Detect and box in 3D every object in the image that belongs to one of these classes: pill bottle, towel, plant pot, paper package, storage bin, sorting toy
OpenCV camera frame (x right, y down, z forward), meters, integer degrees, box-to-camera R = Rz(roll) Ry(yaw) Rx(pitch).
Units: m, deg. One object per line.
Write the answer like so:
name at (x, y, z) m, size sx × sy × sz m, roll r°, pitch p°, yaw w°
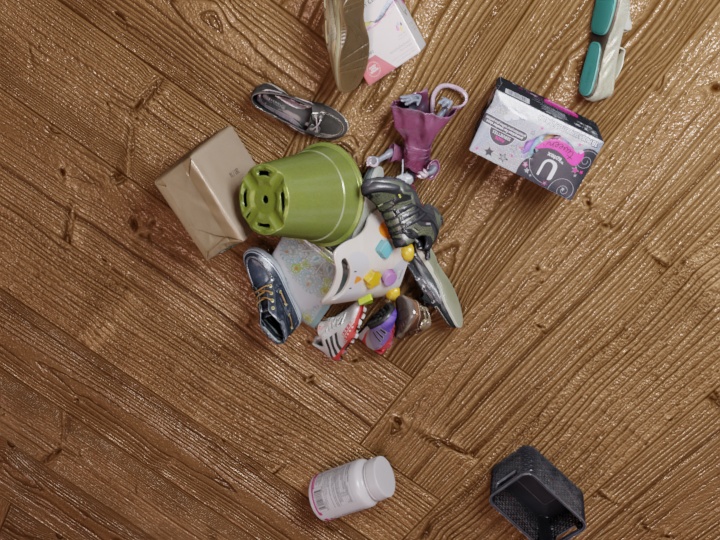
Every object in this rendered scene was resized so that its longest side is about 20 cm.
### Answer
pill bottle at (-0.020, 0.528, 1.629) m, size 0.197 × 0.114 × 0.115 m, roll -26°, pitch 107°, yaw 25°
towel at (-0.118, 0.009, 1.440) m, size 0.169 × 0.048 × 0.202 m, roll 36°, pitch 120°, yaw 0°
plant pot at (-0.123, -0.136, 1.248) m, size 0.196 × 0.188 × 0.207 m, roll 6°, pitch 102°, yaw 33°
paper package at (-0.275, -0.155, 1.313) m, size 0.102 × 0.201 × 0.193 m, roll -24°, pitch 109°, yaw 25°
storage bin at (0.401, 0.516, 1.519) m, size 0.199 × 0.094 × 0.135 m, roll 42°, pitch 119°, yaw -7°
sorting toy at (0.000, 0.000, 1.312) m, size 0.106 × 0.177 × 0.204 m, roll 40°, pitch 127°, yaw 34°

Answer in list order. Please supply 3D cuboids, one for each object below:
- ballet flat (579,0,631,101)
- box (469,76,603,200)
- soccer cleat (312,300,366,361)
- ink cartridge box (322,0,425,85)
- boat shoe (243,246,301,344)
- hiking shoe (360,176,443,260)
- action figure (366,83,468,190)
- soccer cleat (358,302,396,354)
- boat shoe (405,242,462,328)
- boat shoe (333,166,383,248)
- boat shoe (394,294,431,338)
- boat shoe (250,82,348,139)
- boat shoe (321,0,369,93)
ballet flat at (0.410, -0.382, 1.100) m, size 0.060 × 0.068 × 0.205 m, roll -3°, pitch 122°, yaw -14°
box at (0.299, -0.229, 1.155) m, size 0.196 × 0.133 × 0.117 m, roll 25°, pitch 119°, yaw 2°
soccer cleat at (-0.048, 0.125, 1.442) m, size 0.083 × 0.070 × 0.201 m, roll 25°, pitch 141°, yaw -3°
ink cartridge box at (0.015, -0.447, 1.163) m, size 0.115 × 0.068 × 0.202 m, roll -26°, pitch 107°, yaw 26°
boat shoe at (-0.194, 0.052, 1.405) m, size 0.070 × 0.091 × 0.203 m, roll -23°, pitch 106°, yaw 25°
hiking shoe at (0.077, -0.099, 1.259) m, size 0.197 × 0.103 × 0.075 m, roll 29°, pitch 153°, yaw -29°
action figure at (0.102, -0.239, 1.242) m, size 0.132 × 0.149 × 0.203 m, roll 30°, pitch 142°, yaw 21°
soccer cleat at (0.049, 0.124, 1.388) m, size 0.073 × 0.068 × 0.200 m, roll 45°, pitch 158°, yaw 3°
boat shoe at (0.142, 0.035, 1.364) m, size 0.065 × 0.075 × 0.202 m, roll -23°, pitch 107°, yaw 26°
boat shoe at (-0.009, -0.119, 1.330) m, size 0.061 × 0.072 × 0.204 m, roll 28°, pitch 119°, yaw 19°
boat shoe at (0.107, 0.091, 1.358) m, size 0.069 × 0.200 × 0.078 m, roll -5°, pitch 80°, yaw -4°
boat shoe at (-0.120, -0.298, 1.280) m, size 0.196 × 0.057 × 0.068 m, roll 24°, pitch 120°, yaw 3°
boat shoe at (-0.029, -0.404, 1.128) m, size 0.064 × 0.070 × 0.204 m, roll 37°, pitch 140°, yaw 37°
